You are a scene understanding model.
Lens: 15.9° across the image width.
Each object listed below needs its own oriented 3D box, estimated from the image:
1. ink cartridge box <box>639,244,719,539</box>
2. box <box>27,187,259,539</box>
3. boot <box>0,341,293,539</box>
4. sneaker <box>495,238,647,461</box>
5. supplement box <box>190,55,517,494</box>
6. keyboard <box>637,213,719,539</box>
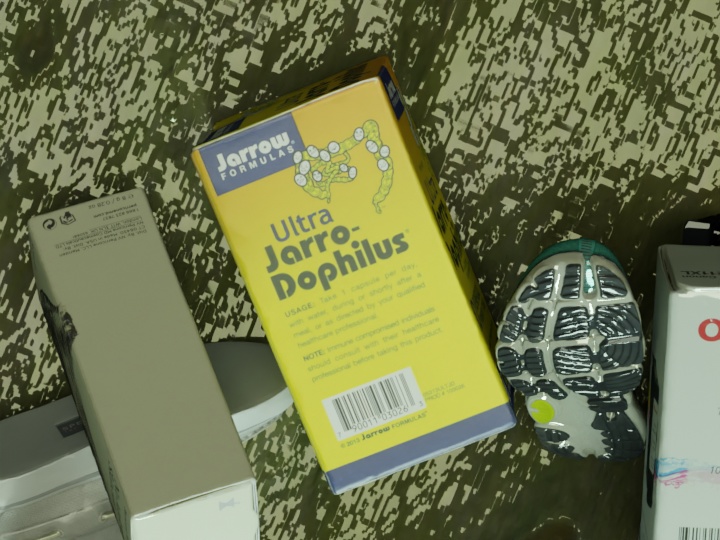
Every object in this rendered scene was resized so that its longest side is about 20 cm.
[{"bbox_3d":[0.222,0.092,1.329,0.145,0.083,0.201,2,107,1],"label":"ink cartridge box"},{"bbox_3d":[-0.115,0.060,1.351,0.068,0.082,0.200,-15,54,-11],"label":"box"},{"bbox_3d":[-0.124,0.111,1.430,0.199,0.074,0.096,-18,127,-12],"label":"boot"},{"bbox_3d":[0.114,0.033,1.371,0.077,0.200,0.080,1,63,7],"label":"sneaker"},{"bbox_3d":[0.000,0.000,1.387,0.109,0.109,0.200,-21,99,7],"label":"supplement box"},{"bbox_3d":[0.186,0.072,1.416,0.040,0.104,0.201,9,98,17],"label":"keyboard"}]
